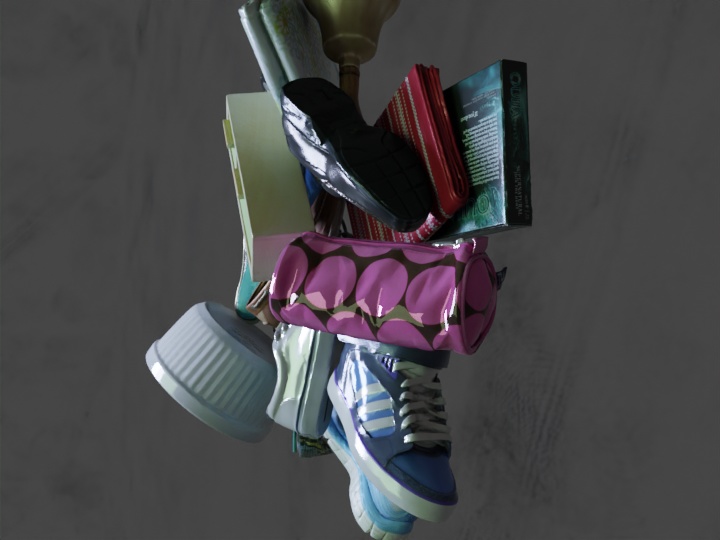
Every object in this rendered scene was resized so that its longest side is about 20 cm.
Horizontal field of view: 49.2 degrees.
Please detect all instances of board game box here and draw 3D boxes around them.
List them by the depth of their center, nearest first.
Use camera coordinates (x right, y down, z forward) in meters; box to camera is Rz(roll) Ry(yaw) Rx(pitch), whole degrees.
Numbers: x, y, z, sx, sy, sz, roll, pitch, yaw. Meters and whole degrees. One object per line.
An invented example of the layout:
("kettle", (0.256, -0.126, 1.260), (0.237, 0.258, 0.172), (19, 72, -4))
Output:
("board game box", (0.081, -0.094, 0.710), (0.200, 0.028, 0.135), (171, 98, -64))

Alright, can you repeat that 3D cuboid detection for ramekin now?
("ramekin", (-0.179, 0.131, 1.074), (0.105, 0.200, 0.200), (-51, 33, 3))

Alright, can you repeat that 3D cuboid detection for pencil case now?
("pencil case", (0.017, 0.012, 0.668), (0.200, 0.091, 0.094), (5, 105, 30))

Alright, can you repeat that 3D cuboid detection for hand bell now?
("hand bell", (-0.013, -0.191, 0.792), (0.104, 0.104, 0.200), (149, 126, -61))

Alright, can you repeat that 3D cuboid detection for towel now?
("towel", (0.036, -0.081, 0.746), (0.200, 0.022, 0.145), (133, 131, -56))
("towel", (-0.062, -0.208, 0.839), (0.171, 0.048, 0.200), (-80, -29, -59))

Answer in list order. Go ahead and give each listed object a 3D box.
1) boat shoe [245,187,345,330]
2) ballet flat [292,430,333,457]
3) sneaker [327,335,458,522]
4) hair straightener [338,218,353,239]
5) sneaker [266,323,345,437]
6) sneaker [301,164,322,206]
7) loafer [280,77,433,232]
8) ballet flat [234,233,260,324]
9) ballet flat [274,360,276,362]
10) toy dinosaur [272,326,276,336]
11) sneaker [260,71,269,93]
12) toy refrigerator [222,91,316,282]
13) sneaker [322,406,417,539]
("boat shoe", (-0.074, -0.018, 0.888), (0.076, 0.072, 0.200), (-88, 22, -68))
("ballet flat", (-0.049, 0.139, 0.905), (0.074, 0.074, 0.200), (-119, 19, -47))
("sneaker", (0.049, 0.101, 0.697), (0.147, 0.081, 0.200), (-60, 38, 19))
("hair straightener", (0.000, 0.000, 0.885), (0.077, 0.041, 0.200), (-66, 29, 30))
("sneaker", (-0.053, 0.067, 0.798), (0.073, 0.071, 0.200), (23, -100, -76))
("sneaker", (-0.078, -0.058, 0.948), (0.066, 0.078, 0.200), (-107, 29, -69))
("loafer", (-0.006, -0.095, 0.714), (0.200, 0.073, 0.072), (52, 147, 33))
("ballet flat", (-0.134, -0.022, 1.119), (0.069, 0.069, 0.200), (17, 93, 64))
("ballet flat", (-0.051, 0.079, 0.954), (0.200, 0.072, 0.072), (-33, 60, 59))
("toy dinosaur", (-0.094, 0.023, 1.068), (0.088, 0.047, 0.200), (-131, 51, -64))
("sneaker", (-0.083, -0.259, 1.030), (0.075, 0.076, 0.200), (51, 164, 4))
("toy refrigerator", (-0.101, -0.092, 0.828), (0.076, 0.070, 0.200), (101, 159, -54))
("sneaker", (0.023, 0.171, 0.806), (0.090, 0.078, 0.200), (-52, 44, 25))
